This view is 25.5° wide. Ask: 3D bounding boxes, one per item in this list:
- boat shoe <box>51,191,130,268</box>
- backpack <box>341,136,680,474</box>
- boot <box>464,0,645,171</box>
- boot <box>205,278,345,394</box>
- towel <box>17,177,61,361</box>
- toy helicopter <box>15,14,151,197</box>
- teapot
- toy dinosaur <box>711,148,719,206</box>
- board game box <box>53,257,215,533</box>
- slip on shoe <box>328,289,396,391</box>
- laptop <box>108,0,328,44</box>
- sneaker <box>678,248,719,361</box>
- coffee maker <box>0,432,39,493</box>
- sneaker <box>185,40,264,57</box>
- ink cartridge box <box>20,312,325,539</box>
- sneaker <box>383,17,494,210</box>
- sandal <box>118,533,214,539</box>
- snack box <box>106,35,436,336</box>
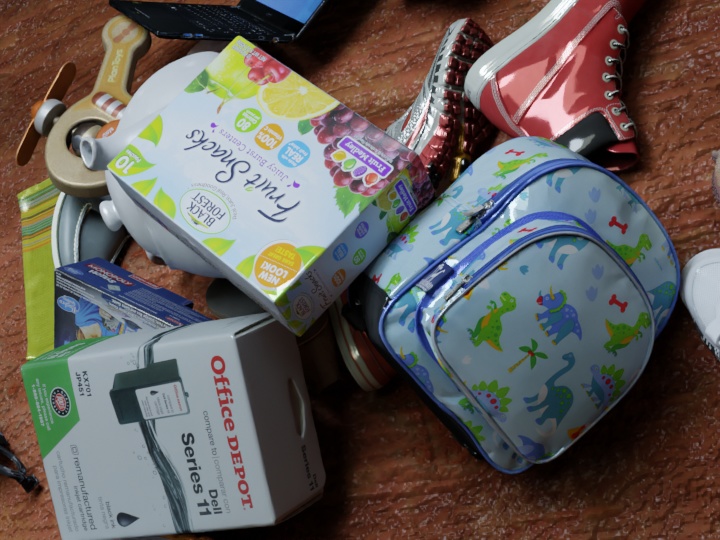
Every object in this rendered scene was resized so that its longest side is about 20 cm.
[{"bbox_3d":[-0.229,-0.072,1.479,0.061,0.073,0.202,-7,56,37],"label":"boat shoe"},{"bbox_3d":[0.119,0.021,1.093,0.200,0.183,0.147,-45,24,-6],"label":"backpack"},{"bbox_3d":[0.198,-0.158,1.232,0.200,0.072,0.144,-42,61,-2],"label":"boot"},{"bbox_3d":[-0.071,0.045,1.302,0.073,0.076,0.200,-33,26,-11],"label":"boot"},{"bbox_3d":[-0.290,-0.010,1.524,0.086,0.018,0.201,-28,52,21],"label":"towel"},{"bbox_3d":[-0.240,-0.153,1.461,0.131,0.079,0.202,4,58,8],"label":"toy helicopter"},{"bbox_3d":[-0.142,-0.070,1.301,0.145,0.201,0.198,-25,26,-1],"label":"teapot"},{"bbox_3d":[0.297,-0.051,1.083,0.199,0.086,0.137,14,80,46],"label":"toy dinosaur"},{"bbox_3d":[-0.176,0.121,1.300,0.199,0.062,0.202,24,110,24],"label":"board game box"},{"bbox_3d":[0.000,0.000,1.274,0.061,0.074,0.201,-26,57,12],"label":"slip on shoe"},{"bbox_3d":[-0.111,-0.272,1.454,0.177,0.198,0.104,-142,55,-62],"label":"laptop"},{"bbox_3d":[0.264,0.036,1.029,0.075,0.115,0.200,-43,48,6],"label":"sneaker"},{"bbox_3d":[-0.426,0.196,1.424,0.201,0.135,0.192,-51,48,0],"label":"coffee maker"},{"bbox_3d":[-0.095,-0.170,1.435,0.199,0.075,0.106,-1,69,40],"label":"sneaker"},{"bbox_3d":[-0.140,0.119,1.195,0.198,0.083,0.148,-10,96,27],"label":"ink cartridge box"},{"bbox_3d":[0.055,-0.118,1.297,0.082,0.078,0.202,4,65,43],"label":"sneaker"},{"bbox_3d":[-0.108,0.239,1.206,0.205,0.079,0.060,-1,61,33],"label":"sandal"},{"bbox_3d":[-0.066,-0.064,1.120,0.142,0.053,0.200,-47,53,-10],"label":"snack box"}]
